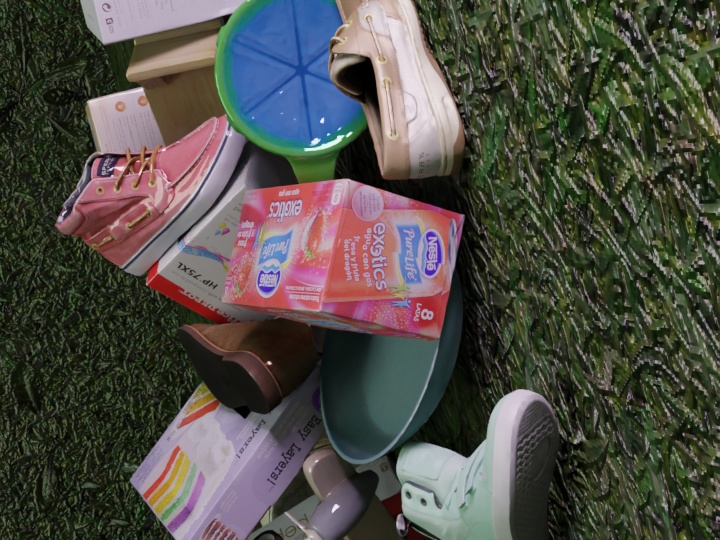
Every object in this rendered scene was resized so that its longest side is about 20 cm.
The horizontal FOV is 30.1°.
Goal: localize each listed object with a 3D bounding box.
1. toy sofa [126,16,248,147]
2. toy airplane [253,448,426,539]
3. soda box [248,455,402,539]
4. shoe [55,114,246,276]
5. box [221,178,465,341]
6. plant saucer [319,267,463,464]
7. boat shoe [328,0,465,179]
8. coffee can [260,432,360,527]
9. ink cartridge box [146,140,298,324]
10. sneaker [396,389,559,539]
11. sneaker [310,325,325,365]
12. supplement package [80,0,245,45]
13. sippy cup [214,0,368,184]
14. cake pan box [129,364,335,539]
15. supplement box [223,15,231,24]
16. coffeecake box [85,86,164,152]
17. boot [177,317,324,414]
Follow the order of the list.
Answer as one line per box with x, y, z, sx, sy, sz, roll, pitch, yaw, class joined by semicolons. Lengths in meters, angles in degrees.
-0.135;-0.129;1.205;0.098;0.082;0.201;-85;-17;-51;toy sofa
0.014;0.248;1.128;0.201;0.198;0.141;-68;26;21;toy airplane
-0.036;0.264;1.309;0.064;0.199;0.068;60;-176;40;soda box
-0.182;-0.077;1.141;0.200;0.091;0.072;-43;30;37;shoe
-0.018;-0.007;1.006;0.200;0.102;0.096;2;79;64;box
0.028;0.053;1.037;0.200;0.036;0.202;-41;42;51;plant saucer
0.011;-0.150;0.952;0.074;0.066;0.201;96;155;-57;boat shoe
-0.051;0.237;1.464;0.200;0.145;0.148;-152;48;-72;coffee can
-0.108;-0.014;1.187;0.200;0.116;0.068;-41;30;37;ink cartridge box
0.071;0.141;0.929;0.117;0.074;0.201;24;142;24;sneaker
-0.026;0.085;1.254;0.201;0.070;0.073;65;177;-36;sneaker
-0.145;-0.277;1.150;0.114;0.198;0.111;-138;34;-64;supplement package
-0.050;-0.158;1.083;0.179;0.139;0.130;-63;6;2;sippy cup
-0.108;0.147;1.190;0.052;0.201;0.184;40;174;-27;cake pan box
-0.132;-0.199;1.342;0.200;0.130;0.104;103;146;-65;supplement box
-0.187;-0.133;1.482;0.073;0.198;0.155;176;79;-77;coffeecake box
-0.097;0.073;1.159;0.199;0.075;0.074;11;132;60;boot
